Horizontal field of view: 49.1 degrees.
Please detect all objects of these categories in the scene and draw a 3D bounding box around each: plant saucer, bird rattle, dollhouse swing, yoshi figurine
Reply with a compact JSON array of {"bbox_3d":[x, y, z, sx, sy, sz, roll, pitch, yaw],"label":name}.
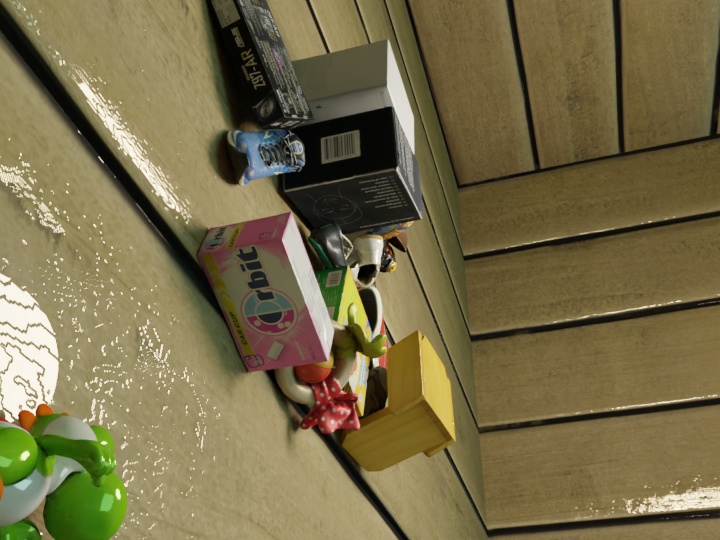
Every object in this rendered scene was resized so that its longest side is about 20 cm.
[{"bbox_3d":[0.034,-0.120,1.639,0.200,0.037,0.200,45,-3,3],"label":"plant saucer"},{"bbox_3d":[-0.057,0.141,1.164,0.161,0.202,0.113,21,14,-32],"label":"bird rattle"},{"bbox_3d":[0.064,0.247,1.456,0.201,0.173,0.184,55,27,-48],"label":"dollhouse swing"},{"bbox_3d":[-0.219,0.155,0.538,0.200,0.110,0.114,20,77,-77],"label":"yoshi figurine"}]

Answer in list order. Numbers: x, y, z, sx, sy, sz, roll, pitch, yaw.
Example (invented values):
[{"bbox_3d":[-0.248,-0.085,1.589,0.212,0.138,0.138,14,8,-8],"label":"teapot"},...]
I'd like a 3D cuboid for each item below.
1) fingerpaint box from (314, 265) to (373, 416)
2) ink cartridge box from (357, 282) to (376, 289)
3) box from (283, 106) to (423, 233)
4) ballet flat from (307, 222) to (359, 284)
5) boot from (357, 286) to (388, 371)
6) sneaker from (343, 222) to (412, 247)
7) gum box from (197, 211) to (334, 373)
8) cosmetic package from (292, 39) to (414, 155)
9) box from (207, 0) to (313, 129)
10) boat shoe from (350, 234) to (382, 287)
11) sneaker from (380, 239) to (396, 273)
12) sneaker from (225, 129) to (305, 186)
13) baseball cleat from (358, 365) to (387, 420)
[{"bbox_3d":[-0.041,0.121,1.338,0.201,0.072,0.169,-80,156,-52],"label":"fingerpaint box"},{"bbox_3d":[0.008,0.039,1.686,0.095,0.036,0.203,38,42,-69],"label":"ink cartridge box"},{"bbox_3d":[-0.010,-0.162,1.361,0.197,0.197,0.126,53,30,-63],"label":"box"},{"bbox_3d":[-0.036,-0.012,1.417,0.201,0.072,0.074,70,17,-47],"label":"ballet flat"},{"bbox_3d":[0.032,0.137,1.595,0.144,0.071,0.204,14,74,-64],"label":"boot"},{"bbox_3d":[0.016,-0.097,1.503,0.075,0.198,0.090,9,63,-51],"label":"sneaker"},{"bbox_3d":[-0.114,0.036,1.007,0.067,0.112,0.202,-78,155,-56],"label":"gum box"},{"bbox_3d":[-0.016,-0.290,1.451,0.200,0.197,0.125,62,23,-52],"label":"cosmetic package"},{"bbox_3d":[-0.145,-0.314,1.183,0.160,0.043,0.203,-41,110,-75],"label":"box"},{"bbox_3d":[0.000,0.000,1.511,0.200,0.069,0.070,111,-22,-67],"label":"boat shoe"},{"bbox_3d":[0.045,-0.034,1.640,0.090,0.070,0.200,47,2,-5],"label":"sneaker"},{"bbox_3d":[-0.130,-0.173,1.134,0.200,0.088,0.080,-53,131,-71],"label":"sneaker"},{"bbox_3d":[0.010,0.274,1.491,0.106,0.069,0.203,-25,127,-39],"label":"baseball cleat"}]
